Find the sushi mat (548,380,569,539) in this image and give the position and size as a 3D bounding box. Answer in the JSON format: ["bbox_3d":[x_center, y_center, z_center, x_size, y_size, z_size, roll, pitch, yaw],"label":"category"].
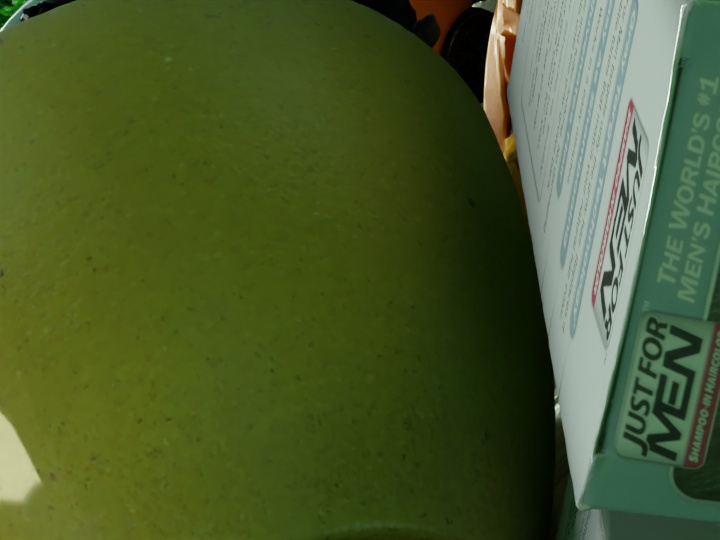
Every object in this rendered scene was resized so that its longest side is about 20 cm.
[{"bbox_3d":[0.009,0.102,0.818,0.200,0.012,0.096,-49,13,25],"label":"sushi mat"}]

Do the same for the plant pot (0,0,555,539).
[{"bbox_3d":[-0.031,0.051,0.718,0.142,0.200,0.200,-119,31,-46],"label":"plant pot"}]

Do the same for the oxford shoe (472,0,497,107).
[{"bbox_3d":[0.054,-0.092,0.894,0.075,0.058,0.200,-87,8,-58],"label":"oxford shoe"}]

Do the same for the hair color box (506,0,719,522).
[{"bbox_3d":[0.072,-0.040,0.592,0.200,0.061,0.099,-91,10,-65],"label":"hair color box"}]

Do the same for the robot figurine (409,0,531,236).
[{"bbox_3d":[0.034,-0.113,0.831,0.145,0.058,0.200,16,112,41],"label":"robot figurine"}]

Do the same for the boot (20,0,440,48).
[{"bbox_3d":[-0.074,-0.004,0.799,0.073,0.198,0.163,-113,24,-48],"label":"boot"}]

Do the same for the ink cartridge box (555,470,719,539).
[{"bbox_3d":[0.060,0.126,0.608,0.200,0.039,0.100,-88,7,-59],"label":"ink cartridge box"}]

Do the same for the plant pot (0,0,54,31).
[{"bbox_3d":[-0.031,-0.074,1.176,0.188,0.200,0.200,-64,-13,-55],"label":"plant pot"}]
